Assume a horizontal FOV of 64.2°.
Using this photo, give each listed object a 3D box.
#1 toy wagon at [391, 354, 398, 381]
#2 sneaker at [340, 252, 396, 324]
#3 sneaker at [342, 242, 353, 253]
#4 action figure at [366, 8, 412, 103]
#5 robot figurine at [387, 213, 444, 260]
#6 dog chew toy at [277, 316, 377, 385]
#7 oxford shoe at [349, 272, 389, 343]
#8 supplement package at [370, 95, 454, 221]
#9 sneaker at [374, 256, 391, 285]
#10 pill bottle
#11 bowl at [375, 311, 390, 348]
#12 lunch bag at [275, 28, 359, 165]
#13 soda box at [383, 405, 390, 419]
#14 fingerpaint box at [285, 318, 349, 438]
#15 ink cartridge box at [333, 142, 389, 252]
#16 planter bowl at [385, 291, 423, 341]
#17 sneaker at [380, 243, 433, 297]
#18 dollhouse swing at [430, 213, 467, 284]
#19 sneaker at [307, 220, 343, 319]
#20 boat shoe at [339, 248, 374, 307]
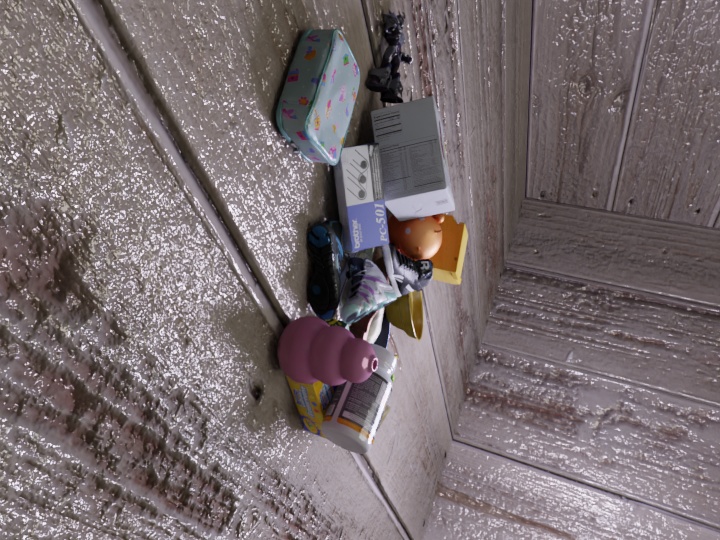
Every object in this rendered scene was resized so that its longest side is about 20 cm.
[{"bbox_3d":[0.037,0.300,1.511,0.154,0.039,0.204,-1,120,-61],"label":"toy wagon"},{"bbox_3d":[-0.009,0.026,1.210,0.143,0.077,0.199,62,25,6],"label":"sneaker"},{"bbox_3d":[-0.020,-0.142,1.222,0.081,0.076,0.207,15,82,-47],"label":"sneaker"},{"bbox_3d":[0.074,-0.476,1.262,0.129,0.068,0.207,30,69,-58],"label":"action figure"},{"bbox_3d":[0.134,-0.093,1.442,0.200,0.139,0.121,-143,-122,-67],"label":"robot figurine"},{"bbox_3d":[-0.058,0.157,1.074,0.124,0.194,0.129,-25,119,-58],"label":"dog chew toy"},{"bbox_3d":[0.022,0.104,1.337,0.073,0.070,0.205,22,92,-54],"label":"oxford shoe"},{"bbox_3d":[0.122,-0.242,1.289,0.191,0.142,0.207,27,55,-74],"label":"supplement package"},{"bbox_3d":[0.038,0.054,1.441,0.201,0.066,0.092,-51,144,-36],"label":"sneaker"},{"bbox_3d":[0.002,0.264,1.202,0.118,0.113,0.204,71,38,-52],"label":"pill bottle"},{"bbox_3d":[0.029,0.182,1.519,0.201,0.038,0.207,-44,140,-54],"label":"bowl"},{"bbox_3d":[-0.068,-0.292,0.994,0.160,0.075,0.206,42,63,-66],"label":"lunch bag"},{"bbox_3d":[0.010,0.349,1.356,0.065,0.067,0.199,-59,165,7],"label":"soda box"},{"bbox_3d":[-0.074,0.233,1.245,0.204,0.071,0.168,80,31,-42],"label":"fingerpaint box"},{"bbox_3d":[0.001,-0.149,1.166,0.092,0.044,0.207,-14,104,-27],"label":"ink cartridge box"},{"bbox_3d":[0.111,0.087,1.527,0.200,0.081,0.208,-6,90,-75],"label":"planter bowl"},{"bbox_3d":[0.114,-0.015,1.344,0.201,0.108,0.075,66,9,-60],"label":"sneaker"},{"bbox_3d":[0.204,-0.064,1.609,0.175,0.194,0.188,0,102,-66],"label":"dollhouse swing"},{"bbox_3d":[-0.060,0.000,1.163,0.082,0.071,0.207,-34,132,-58],"label":"sneaker"},{"bbox_3d":[0.000,0.000,1.324,0.073,0.060,0.204,65,42,-56],"label":"boat shoe"}]
